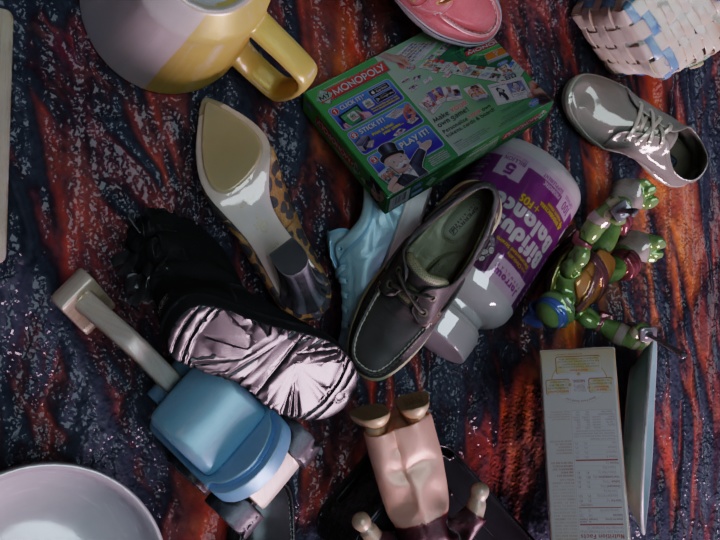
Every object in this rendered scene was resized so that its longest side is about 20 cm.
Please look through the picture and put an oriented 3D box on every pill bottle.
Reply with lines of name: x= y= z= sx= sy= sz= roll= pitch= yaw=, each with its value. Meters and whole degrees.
pill bottle: x=0.117 y=-0.017 z=0.871 sx=0.112 sy=0.112 sz=0.201 roll=39 pitch=76 yaw=-20

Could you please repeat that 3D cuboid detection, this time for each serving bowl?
serving bowl: x=-0.259 y=0.249 z=0.731 sx=0.197 sy=0.066 sz=0.204 roll=-1 pitch=91 yaw=-25

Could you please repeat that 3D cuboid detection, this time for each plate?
plate: x=0.290 y=0.169 z=0.945 sx=0.025 sy=0.200 sz=0.204 roll=4 pitch=90 yaw=20

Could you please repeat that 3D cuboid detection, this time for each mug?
mug: x=-0.122 y=-0.228 z=0.733 sx=0.183 sy=0.153 sz=0.153 roll=4 pitch=89 yaw=-25

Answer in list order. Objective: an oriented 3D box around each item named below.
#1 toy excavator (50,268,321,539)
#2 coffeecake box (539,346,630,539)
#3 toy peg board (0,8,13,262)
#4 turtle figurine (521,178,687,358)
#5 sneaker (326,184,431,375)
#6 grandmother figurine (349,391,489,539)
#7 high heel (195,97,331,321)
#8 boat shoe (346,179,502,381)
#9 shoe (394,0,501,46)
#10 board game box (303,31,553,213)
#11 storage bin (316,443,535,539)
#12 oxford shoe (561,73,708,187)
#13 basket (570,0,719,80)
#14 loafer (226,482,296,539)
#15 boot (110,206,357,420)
toy excavator: x=-0.149 y=0.097 z=0.750 sx=0.100 sy=0.193 sz=0.201 roll=-45 pitch=136 yaw=-16
coffeecake box: x=0.213 y=0.191 z=0.864 sx=0.072 sy=0.154 sz=0.204 roll=-4 pitch=71 yaw=12
toy peg board: x=-0.357 y=-0.108 z=0.659 sx=0.196 sy=0.097 sz=0.204 roll=2 pitch=91 yaw=-24
turtle figurine: x=0.270 y=-0.004 z=0.900 sx=0.144 sy=0.200 sz=0.194 roll=48 pitch=49 yaw=-3
sneaker: x=0.000 y=0.000 z=0.852 sx=0.081 sy=0.074 sz=0.203 roll=19 pitch=88 yaw=6
grandmother figurine: x=0.054 y=0.209 z=0.781 sx=0.119 sy=0.061 sz=0.204 roll=-11 pitch=100 yaw=4
high heel: x=-0.090 y=-0.049 z=0.817 sx=0.071 sy=0.143 sz=0.202 roll=-27 pitch=69 yaw=-5
boat shoe: x=0.052 y=0.004 z=0.779 sx=0.071 sy=0.066 sz=0.202 roll=36 pitch=88 yaw=8
shoe: x=0.067 y=-0.254 z=0.788 sx=0.198 sy=0.091 sz=0.072 roll=29 pitch=95 yaw=-34
board game box: x=0.063 y=-0.154 z=0.849 sx=0.198 sy=0.029 sz=0.135 roll=-31 pitch=68 yaw=-20
storage bin: x=0.072 y=0.265 z=0.869 sx=0.135 sy=0.093 sz=0.200 roll=-47 pitch=110 yaw=-16
oxford shoe: x=0.302 y=-0.153 z=0.982 sx=0.198 sy=0.058 sz=0.076 roll=28 pitch=83 yaw=-21
basket: x=0.330 y=-0.292 z=0.932 sx=0.200 sy=0.176 sz=0.139 roll=-44 pitch=108 yaw=3
loafer: x=-0.086 y=0.283 z=0.808 sx=0.067 sy=0.070 sz=0.205 roll=7 pitch=88 yaw=-25
boot: x=-0.104 y=0.032 z=0.747 sx=0.197 sy=0.163 sz=0.074 roll=28 pitch=103 yaw=-37
